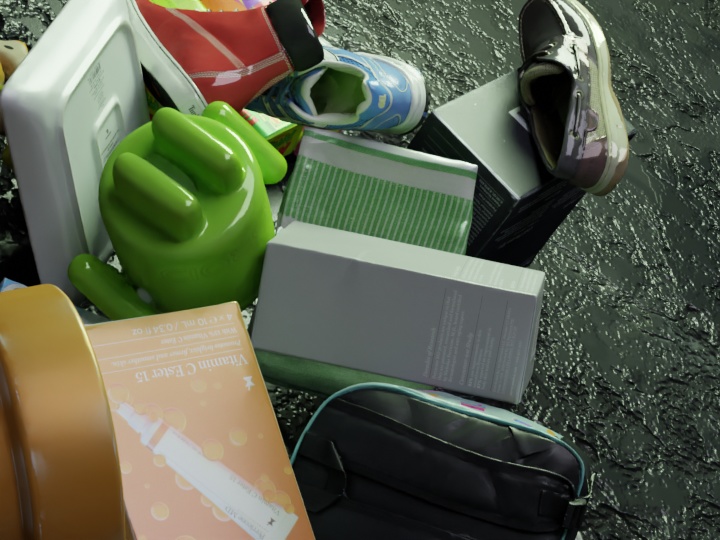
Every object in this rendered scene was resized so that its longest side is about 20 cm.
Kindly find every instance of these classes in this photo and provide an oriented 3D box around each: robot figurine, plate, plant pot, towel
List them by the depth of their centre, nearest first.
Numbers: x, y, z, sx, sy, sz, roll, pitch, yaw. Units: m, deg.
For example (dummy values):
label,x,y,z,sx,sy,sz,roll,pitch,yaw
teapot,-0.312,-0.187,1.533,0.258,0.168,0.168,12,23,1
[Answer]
label,x,y,z,sx,sy,sz,roll,pitch,yaw
plant pot,-0.258,0.121,1.119,0.182,0.201,0.201,-9,55,-23
robot figurine,-0.120,-0.033,1.328,0.115,0.200,0.176,32,72,16
plate,-0.195,-0.094,1.368,0.032,0.201,0.200,5,37,15
towel,0.000,0.000,1.418,0.151,0.023,0.202,13,80,8

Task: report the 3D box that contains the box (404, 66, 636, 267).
label,x,y,z,sx,sy,sz,roll,pitch,yaw
box,0.102,-0.064,1.556,0.104,0.182,0.200,45,39,13

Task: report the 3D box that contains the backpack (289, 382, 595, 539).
label,x,y,z,sx,sy,sz,roll,pitch,yaw
backpack,0.046,0.170,1.283,0.198,0.177,0.153,18,-1,5

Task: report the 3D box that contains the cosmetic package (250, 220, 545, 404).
label,x,y,z,sx,sy,sz,roll,pitch,yaw
cosmetic package,0.029,0.027,1.339,0.198,0.091,0.107,9,11,9

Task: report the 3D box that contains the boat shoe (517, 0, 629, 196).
label,x,y,z,sx,sy,sz,roll,pitch,yaw
boat shoe,0.157,-0.148,1.481,0.064,0.072,0.201,13,49,-32

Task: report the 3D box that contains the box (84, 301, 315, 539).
label,x,y,z,sx,sy,sz,roll,pitch,yaw
box,-0.121,0.137,1.218,0.124,0.097,0.201,-9,70,-32

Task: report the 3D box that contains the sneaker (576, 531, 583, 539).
label,x,y,z,sx,sy,sz,roll,pitch,yaw
sneaker,0.077,0.181,1.384,0.199,0.077,0.085,33,47,-1

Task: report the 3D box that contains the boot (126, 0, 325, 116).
label,x,y,z,sx,sy,sz,roll,pitch,yaw
boot,-0.106,-0.186,1.454,0.144,0.073,0.200,-33,38,-8

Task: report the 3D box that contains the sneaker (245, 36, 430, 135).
label,x,y,z,sx,sy,sz,roll,pitch,yaw
sneaker,-0.046,-0.152,1.468,0.199,0.076,0.077,10,8,28

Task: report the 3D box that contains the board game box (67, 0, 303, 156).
label,x,y,z,sx,sy,sz,roll,pitch,yaw
board game box,-0.149,-0.163,1.560,0.101,0.048,0.200,-30,72,-35

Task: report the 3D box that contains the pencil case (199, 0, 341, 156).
label,x,y,z,sx,sy,sz,roll,pitch,yaw
pencil case,-0.081,-0.187,1.623,0.200,0.089,0.088,48,40,13

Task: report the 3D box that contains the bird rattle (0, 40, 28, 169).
label,x,y,z,sx,sy,sz,roll,pitch,yaw
bird rattle,-0.306,-0.129,1.413,0.198,0.113,0.163,-7,33,-15

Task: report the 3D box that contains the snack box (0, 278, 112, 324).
label,x,y,z,sx,sy,sz,roll,pitch,yaw
snack box,-0.175,0.091,1.313,0.199,0.037,0.117,23,41,-16
